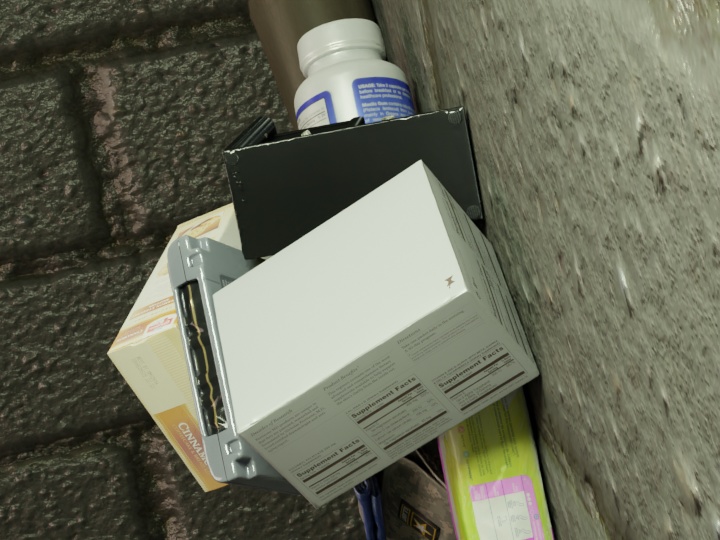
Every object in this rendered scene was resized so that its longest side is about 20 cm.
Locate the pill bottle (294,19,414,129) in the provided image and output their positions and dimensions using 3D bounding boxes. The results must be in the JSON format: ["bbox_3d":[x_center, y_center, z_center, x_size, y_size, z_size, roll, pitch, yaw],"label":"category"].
[{"bbox_3d":[0.000,-0.129,1.650,0.112,0.111,0.202,90,168,-73],"label":"pill bottle"}]

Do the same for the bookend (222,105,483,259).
[{"bbox_3d":[0.002,-0.089,1.473,0.199,0.198,0.093,-65,-35,-76],"label":"bookend"}]

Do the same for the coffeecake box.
[{"bbox_3d":[-0.117,0.061,1.482,0.154,0.073,0.200,58,-153,-23],"label":"coffeecake box"}]

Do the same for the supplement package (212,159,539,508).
[{"bbox_3d":[0.007,0.046,1.300,0.111,0.199,0.156,48,-163,-38],"label":"supplement package"}]

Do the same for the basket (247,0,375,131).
[{"bbox_3d":[-0.034,-0.224,1.895,0.181,0.135,0.201,81,172,-58],"label":"basket"}]

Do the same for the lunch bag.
[{"bbox_3d":[0.069,0.173,1.581,0.165,0.117,0.201,95,160,-54],"label":"lunch bag"}]

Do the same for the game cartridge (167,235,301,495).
[{"bbox_3d":[-0.090,0.079,1.390,0.133,0.040,0.202,19,-127,-55],"label":"game cartridge"}]

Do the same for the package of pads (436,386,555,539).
[{"bbox_3d":[0.102,0.159,1.393,0.155,0.068,0.202,111,148,-84],"label":"package of pads"}]

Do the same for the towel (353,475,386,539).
[{"bbox_3d":[-0.010,0.162,1.597,0.147,0.024,0.201,82,173,-51],"label":"towel"}]
